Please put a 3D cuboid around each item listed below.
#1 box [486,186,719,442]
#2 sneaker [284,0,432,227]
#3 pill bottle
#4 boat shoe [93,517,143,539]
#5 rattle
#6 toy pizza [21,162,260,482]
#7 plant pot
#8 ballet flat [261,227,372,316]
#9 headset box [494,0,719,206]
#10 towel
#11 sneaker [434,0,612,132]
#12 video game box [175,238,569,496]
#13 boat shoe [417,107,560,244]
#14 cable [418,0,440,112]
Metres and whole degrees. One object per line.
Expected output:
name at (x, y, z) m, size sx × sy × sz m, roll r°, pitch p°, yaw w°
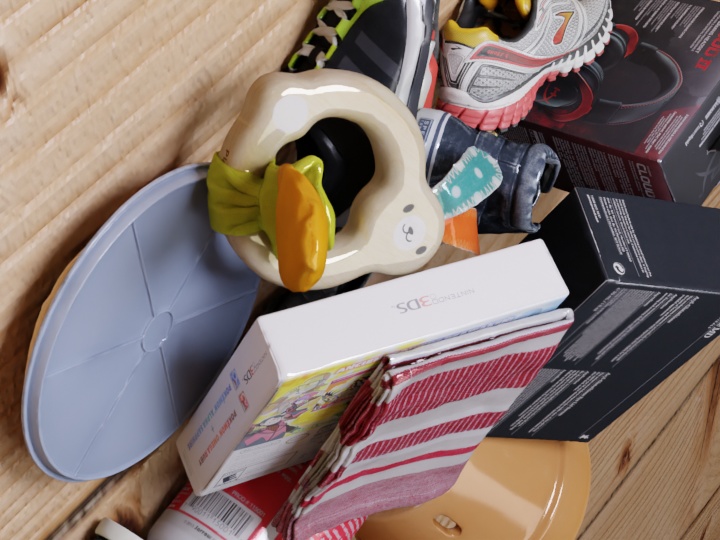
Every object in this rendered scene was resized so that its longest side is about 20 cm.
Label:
box at (0.151, 0.037, 1.178) m, size 0.140 × 0.079 × 0.200 m, roll 8°, pitch 142°, yaw -32°
sneaker at (-0.011, -0.112, 1.000) m, size 0.082 × 0.072 × 0.202 m, roll -4°, pitch 109°, yaw -23°
pill bottle at (-0.044, 0.140, 1.172) m, size 0.200 × 0.112 × 0.113 m, roll -51°, pitch 155°, yaw -20°
boat shoe at (-0.136, 0.230, 1.136) m, size 0.062 × 0.074 × 0.200 m, roll -53°, pitch 154°, yaw -18°
rattle at (0.026, -0.030, 0.942) m, size 0.199 × 0.142 × 0.131 m, roll 23°, pitch 83°, yaw -32°
toy pizza at (-0.126, 0.027, 0.978) m, size 0.200 × 0.032 × 0.201 m, roll -45°, pitch 151°, yaw -33°
plant pot at (0.057, 0.143, 1.308) m, size 0.201 × 0.199 × 0.140 m, roll -58°, pitch 139°, yaw -5°
ballet flat at (0.000, 0.000, 1.162) m, size 0.200 × 0.056 × 0.067 m, roll -53°, pitch 154°, yaw -33°
headset box at (0.197, -0.124, 1.232) m, size 0.149 × 0.199 × 0.075 m, roll -50°, pitch 137°, yaw -19°
towel at (0.038, 0.099, 1.058) m, size 0.143 × 0.023 × 0.200 m, roll -14°, pitch 152°, yaw -33°
sneaker at (0.117, -0.172, 1.183) m, size 0.200 × 0.077 × 0.083 m, roll -48°, pitch 143°, yaw -44°
video game box at (0.003, 0.060, 1.046) m, size 0.198 × 0.047 × 0.182 m, roll -15°, pitch 162°, yaw -29°
boat shoe at (0.082, -0.048, 1.140) m, size 0.200 × 0.090 × 0.071 m, roll 47°, pitch 61°, yaw -78°
cable at (0.047, -0.168, 1.080) m, size 0.097 × 0.050 × 0.201 m, roll -14°, pitch 130°, yaw -62°
